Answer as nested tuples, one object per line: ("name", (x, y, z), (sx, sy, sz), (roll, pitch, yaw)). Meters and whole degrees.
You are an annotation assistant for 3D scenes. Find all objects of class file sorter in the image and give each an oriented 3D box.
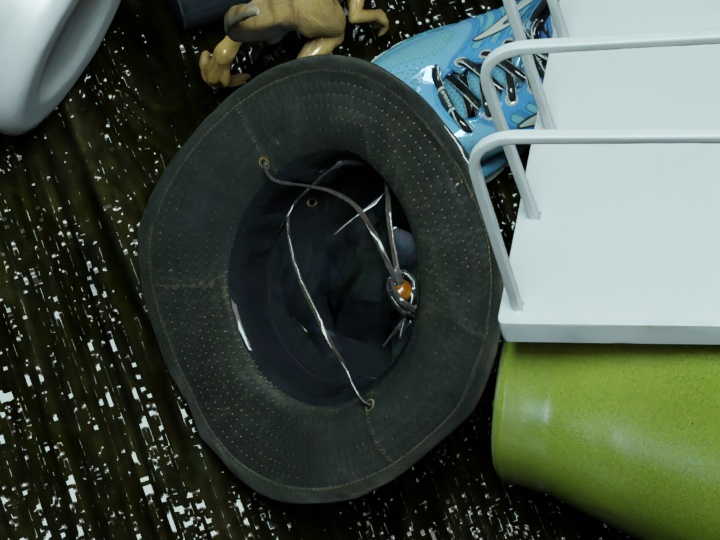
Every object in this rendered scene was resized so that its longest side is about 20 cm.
("file sorter", (0.127, -0.086, 1.150), (0.138, 0.125, 0.200), (0, 53, 18))

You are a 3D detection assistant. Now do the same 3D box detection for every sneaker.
("sneaker", (0.075, -0.099, 1.301), (0.200, 0.090, 0.079), (-26, 77, -11))

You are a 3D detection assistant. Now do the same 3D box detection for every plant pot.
("plant pot", (0.160, 0.045, 1.225), (0.192, 0.200, 0.201), (10, 73, 11))

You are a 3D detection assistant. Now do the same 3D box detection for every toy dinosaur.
("toy dinosaur", (-0.034, -0.117, 1.283), (0.060, 0.106, 0.200), (37, 35, 13))

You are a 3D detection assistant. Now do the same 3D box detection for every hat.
("hat", (0.000, 0.000, 1.255), (0.081, 0.201, 0.201), (-12, 69, -51))

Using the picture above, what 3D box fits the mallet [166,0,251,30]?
("mallet", (-0.056, -0.182, 1.266), (0.066, 0.200, 0.041), (-20, 59, -16))

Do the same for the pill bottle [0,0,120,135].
("pill bottle", (-0.210, -0.154, 1.288), (0.200, 0.112, 0.112), (30, 74, 6))
